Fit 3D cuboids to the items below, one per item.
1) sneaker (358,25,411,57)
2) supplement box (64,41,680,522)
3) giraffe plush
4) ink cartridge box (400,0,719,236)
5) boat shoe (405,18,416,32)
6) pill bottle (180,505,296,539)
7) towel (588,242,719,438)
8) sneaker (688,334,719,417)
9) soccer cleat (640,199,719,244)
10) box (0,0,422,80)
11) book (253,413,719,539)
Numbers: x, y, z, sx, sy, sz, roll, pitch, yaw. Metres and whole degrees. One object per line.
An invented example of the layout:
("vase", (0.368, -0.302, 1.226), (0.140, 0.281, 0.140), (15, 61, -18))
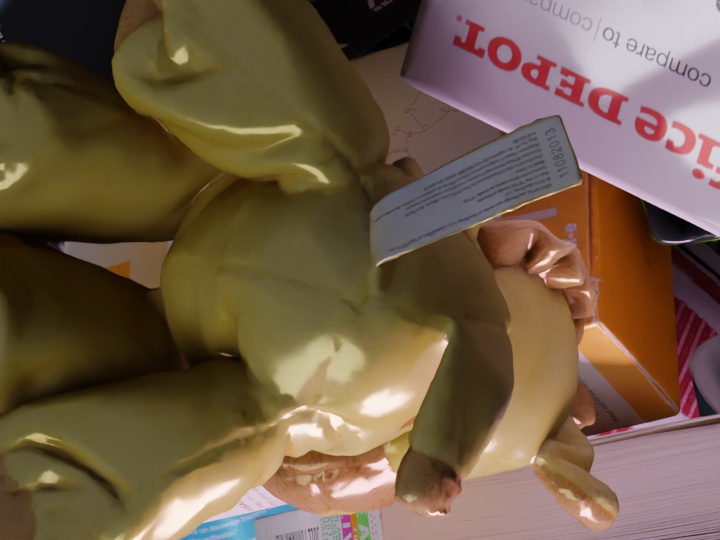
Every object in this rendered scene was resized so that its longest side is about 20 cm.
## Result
("sneaker", (-0.048, -0.106, 0.995), (0.199, 0.073, 0.082), (27, 141, 4))
("supplement box", (0.000, 0.000, 0.919), (0.199, 0.127, 0.074), (-15, 146, 24))
("giraffe plush", (-0.005, 0.012, 0.768), (0.199, 0.173, 0.162), (-6, 164, 24))
("ink cartridge box", (0.112, -0.116, 0.716), (0.145, 0.084, 0.201), (28, 117, 24))
("boat shoe", (0.033, -0.142, 0.868), (0.074, 0.062, 0.200), (12, 136, 6))
("pill bottle", (-0.042, 0.064, 1.119), (0.111, 0.111, 0.201), (-5, 118, 51))
("towel", (0.116, 0.074, 1.025), (0.144, 0.023, 0.200), (42, 145, 12))
("sneaker", (0.182, 0.039, 0.862), (0.199, 0.070, 0.094), (-20, 108, 50))
("soccer cleat", (0.096, -0.099, 0.822), (0.067, 0.081, 0.201), (-3, 127, 13))
("box", (-0.059, -0.141, 0.841), (0.160, 0.043, 0.201), (-31, 65, 32))
("book", (0.046, 0.083, 0.929), (0.200, 0.133, 0.048), (149, 115, -76))
